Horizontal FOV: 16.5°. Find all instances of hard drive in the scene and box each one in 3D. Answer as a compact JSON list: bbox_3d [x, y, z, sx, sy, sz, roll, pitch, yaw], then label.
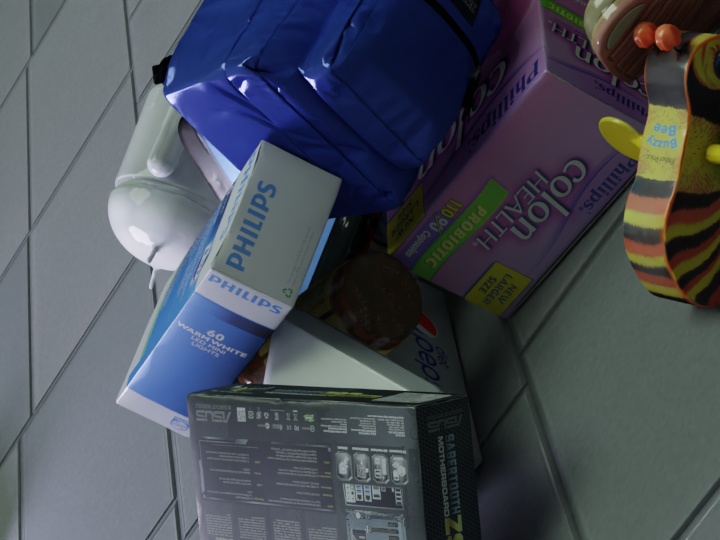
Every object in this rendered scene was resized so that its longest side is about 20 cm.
[{"bbox_3d":[-0.019,0.140,1.538,0.132,0.027,0.201,28,117,39],"label":"hard drive"}]

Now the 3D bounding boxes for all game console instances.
[{"bbox_3d":[-0.072,-0.043,1.726,0.200,0.118,0.173,-37,27,56],"label":"game console"}]

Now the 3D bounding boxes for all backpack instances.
[{"bbox_3d":[0.004,-0.152,1.558,0.167,0.163,0.201,-6,49,41],"label":"backpack"}]

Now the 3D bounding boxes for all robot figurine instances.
[{"bbox_3d":[-0.150,-0.085,2.156,0.170,0.112,0.201,67,-141,-65],"label":"robot figurine"}]

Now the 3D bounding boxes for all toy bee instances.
[{"bbox_3d":[0.181,-0.088,1.376,0.131,0.108,0.201,-17,57,46],"label":"toy bee"}]

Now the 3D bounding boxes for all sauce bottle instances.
[{"bbox_3d":[-0.037,0.050,1.614,0.200,0.066,0.066,-32,37,50],"label":"sauce bottle"}]

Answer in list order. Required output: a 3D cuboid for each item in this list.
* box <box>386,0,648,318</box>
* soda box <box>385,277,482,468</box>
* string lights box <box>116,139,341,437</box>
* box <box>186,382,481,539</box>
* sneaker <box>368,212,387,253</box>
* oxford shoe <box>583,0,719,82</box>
[{"bbox_3d":[0.101,-0.106,1.618,0.176,0.096,0.200,-49,26,32],"label":"box"},{"bbox_3d":[0.024,0.075,1.629,0.064,0.068,0.200,-52,24,23],"label":"soda box"},{"bbox_3d":[-0.086,0.015,1.570,0.200,0.059,0.103,-50,16,55],"label":"string lights box"},{"bbox_3d":[-0.016,0.150,1.481,0.199,0.051,0.159,-1,96,45],"label":"box"},{"bbox_3d":[0.000,0.000,1.762,0.090,0.075,0.201,-47,27,49],"label":"sneaker"},{"bbox_3d":[0.159,-0.159,1.437,0.071,0.074,0.200,-49,-12,19],"label":"oxford shoe"}]
